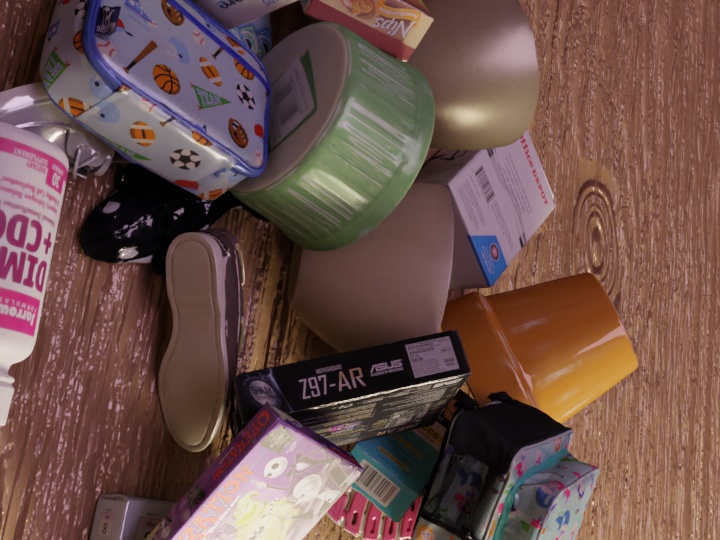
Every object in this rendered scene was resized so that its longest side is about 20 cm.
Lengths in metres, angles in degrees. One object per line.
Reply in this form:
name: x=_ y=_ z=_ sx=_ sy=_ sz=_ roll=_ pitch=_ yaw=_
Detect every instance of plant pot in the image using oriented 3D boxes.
plant pot: x=0.213 y=0.095 z=1.051 sx=0.200 sy=0.183 sz=0.200 roll=63 pitch=6 yaw=-12
plant pot: x=0.000 y=0.000 z=0.905 sx=0.134 sy=0.200 sz=0.200 roll=10 pitch=76 yaw=-9

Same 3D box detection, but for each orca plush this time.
orca plush: x=-0.149 y=-0.050 z=0.805 sx=0.200 sy=0.071 sz=0.105 roll=-3 pitch=89 yaw=-48

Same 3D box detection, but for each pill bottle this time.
pill bottle: x=-0.278 y=0.003 z=0.625 sx=0.113 sy=0.113 sz=0.200 roll=19 pitch=73 yaw=-46

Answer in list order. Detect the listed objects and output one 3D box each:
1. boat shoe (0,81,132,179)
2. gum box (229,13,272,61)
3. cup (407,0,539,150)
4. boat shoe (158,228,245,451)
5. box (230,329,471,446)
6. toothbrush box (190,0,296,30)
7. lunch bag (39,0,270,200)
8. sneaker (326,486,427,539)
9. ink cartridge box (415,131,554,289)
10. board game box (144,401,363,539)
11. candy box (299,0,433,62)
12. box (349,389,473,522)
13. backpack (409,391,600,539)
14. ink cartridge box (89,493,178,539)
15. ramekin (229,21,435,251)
boat shoe: x=-0.223 y=-0.110 z=0.730 sx=0.200 sy=0.072 sz=0.069 roll=-14 pitch=81 yaw=-58
gum box: x=-0.162 y=-0.286 z=0.834 sx=0.170 sy=0.045 sz=0.200 roll=-2 pitch=87 yaw=-47
cup: x=0.076 y=-0.214 z=0.976 sx=0.143 sy=0.200 sz=0.200 roll=-20 pitch=103 yaw=-22
boat shoe: x=-0.137 y=0.062 z=0.803 sx=0.060 sy=0.072 sz=0.200 roll=-22 pitch=117 yaw=-65
box: x=-0.015 y=0.120 z=0.811 sx=0.200 sy=0.160 sz=0.044 roll=-11 pitch=67 yaw=-13
toothbrush box: x=-0.144 y=-0.292 z=0.716 sx=0.200 sy=0.146 sz=0.086 roll=34 pitch=63 yaw=-37
lunch bag: x=-0.158 y=-0.163 z=0.724 sx=0.200 sy=0.076 sz=0.160 roll=38 pitch=41 yaw=-40
sneaker: x=0.036 y=0.249 z=0.990 sx=0.200 sy=0.087 sz=0.074 roll=13 pitch=97 yaw=-24
ink cartridge box: x=0.153 y=-0.090 z=1.138 sx=0.200 sy=0.084 sz=0.146 roll=-45 pitch=118 yaw=-41
board game box: x=-0.101 y=0.210 z=0.731 sx=0.200 sy=0.032 sz=0.120 roll=-49 pitch=128 yaw=1
candy box: x=-0.011 y=-0.292 z=0.893 sx=0.115 sy=0.055 sz=0.200 roll=19 pitch=30 yaw=-27
box: x=0.055 y=0.178 z=0.965 sx=0.082 sy=0.049 sz=0.200 roll=37 pitch=30 yaw=7
backpack: x=0.135 y=0.243 z=0.889 sx=0.178 sy=0.151 sz=0.200 roll=1 pitch=117 yaw=-57
ink cartridge box: x=-0.167 y=0.303 z=0.771 sx=0.163 sy=0.057 sz=0.200 roll=25 pitch=64 yaw=-45
ramekin: x=-0.039 y=-0.127 z=0.818 sx=0.098 sy=0.200 sz=0.200 roll=30 pitch=65 yaw=-38
